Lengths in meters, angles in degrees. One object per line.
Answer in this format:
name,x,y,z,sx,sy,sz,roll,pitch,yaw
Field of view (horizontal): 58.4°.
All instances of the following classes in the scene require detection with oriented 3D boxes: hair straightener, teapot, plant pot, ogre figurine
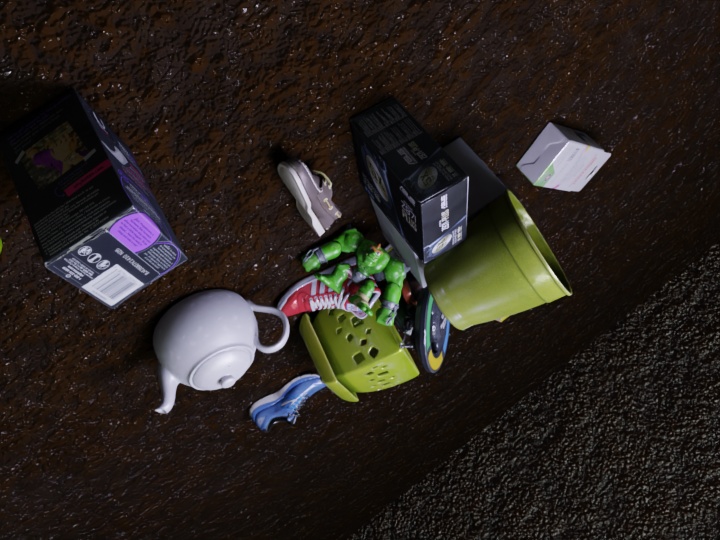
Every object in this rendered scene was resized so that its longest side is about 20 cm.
hair straightener,0.106,0.108,1.319,0.041,0.077,0.200,-31,-178,26
teapot,-0.254,0.139,1.133,0.197,0.146,0.200,1,134,-47
plant pot,0.217,0.000,1.085,0.192,0.201,0.200,-32,153,19
plant pot,-0.009,0.160,1.376,0.181,0.200,0.200,-29,152,1
ogre figurine,0.000,0.000,1.187,0.120,0.200,0.098,-55,159,-5

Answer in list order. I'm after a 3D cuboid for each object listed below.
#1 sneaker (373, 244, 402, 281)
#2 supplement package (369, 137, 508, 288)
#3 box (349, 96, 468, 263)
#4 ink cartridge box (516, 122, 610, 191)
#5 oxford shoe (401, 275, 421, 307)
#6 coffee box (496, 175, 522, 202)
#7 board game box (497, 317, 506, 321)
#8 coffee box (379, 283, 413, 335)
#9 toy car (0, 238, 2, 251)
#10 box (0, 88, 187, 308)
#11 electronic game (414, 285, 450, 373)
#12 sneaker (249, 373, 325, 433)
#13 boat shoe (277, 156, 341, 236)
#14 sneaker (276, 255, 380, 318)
sneaker,0.116,-0.029,1.337,0.199,0.081,0.074,-29,150,-11
supplement package,0.149,-0.104,1.188,0.200,0.152,0.151,-33,151,-5
box,0.077,-0.140,1.011,0.086,0.200,0.164,-30,151,-10
ink cartridge box,0.438,-0.238,1.379,0.199,0.067,0.117,1,135,-45
oxford shoe,0.135,0.043,1.405,0.072,0.071,0.200,-22,174,9
coffee box,0.252,-0.095,1.383,0.114,0.080,0.200,-20,148,-25
board game box,0.279,0.025,1.438,0.165,0.200,0.057,-27,125,-37
coffee box,0.126,0.103,1.500,0.044,0.123,0.200,-42,152,15
toy car,-0.475,0.022,0.676,0.157,0.200,0.164,-35,151,0
box,-0.296,-0.079,0.712,0.106,0.200,0.122,-33,151,-3
electronic game,0.148,0.102,1.275,0.041,0.201,0.200,3,160,21
sneaker,-0.164,0.324,1.556,0.199,0.089,0.079,-32,152,-6
boat shoe,-0.075,-0.124,1.015,0.059,0.072,0.200,-38,155,-7
sneaker,-0.056,0.059,1.254,0.199,0.113,0.071,-29,150,-11
